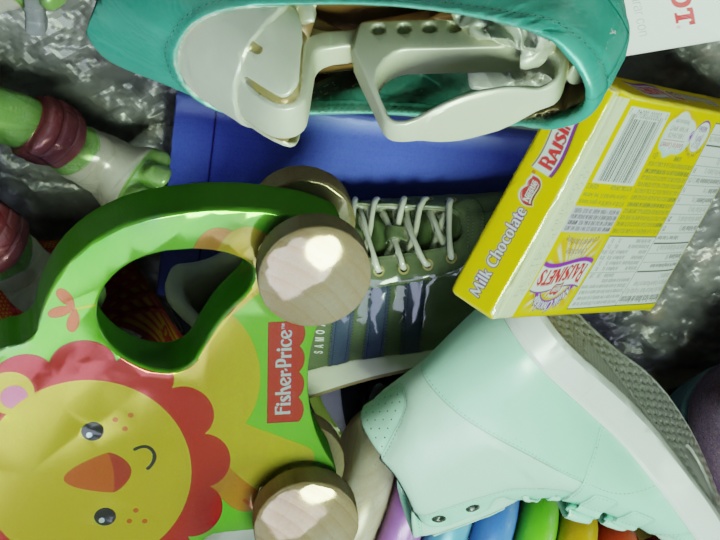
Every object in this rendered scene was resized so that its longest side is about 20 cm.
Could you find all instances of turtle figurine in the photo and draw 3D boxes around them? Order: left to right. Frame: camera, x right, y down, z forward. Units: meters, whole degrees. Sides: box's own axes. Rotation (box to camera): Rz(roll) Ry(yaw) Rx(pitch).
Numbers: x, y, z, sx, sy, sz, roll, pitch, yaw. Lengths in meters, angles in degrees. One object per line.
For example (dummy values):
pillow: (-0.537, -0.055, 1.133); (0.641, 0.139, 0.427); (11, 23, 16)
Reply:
turtle figurine: (-0.162, -0.061, 0.999); (0.200, 0.144, 0.194); (-27, 131, 32)

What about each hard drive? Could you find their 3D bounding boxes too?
hard drive: (0.009, -0.028, 1.112); (0.200, 0.025, 0.132); (6, 136, -4)

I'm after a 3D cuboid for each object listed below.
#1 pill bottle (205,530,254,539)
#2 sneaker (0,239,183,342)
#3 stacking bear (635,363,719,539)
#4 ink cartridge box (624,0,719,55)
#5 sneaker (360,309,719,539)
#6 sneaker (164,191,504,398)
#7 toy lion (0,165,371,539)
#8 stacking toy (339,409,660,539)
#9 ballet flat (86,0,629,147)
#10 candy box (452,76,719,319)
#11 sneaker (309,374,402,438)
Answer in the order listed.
pill bottle: (-0.068, 0.213, 1.299); (0.116, 0.116, 0.200); (15, 142, -14)
sneaker: (-0.124, 0.053, 1.187); (0.077, 0.073, 0.200); (4, 137, 30)
stacking bear: (0.185, 0.115, 1.205); (0.114, 0.122, 0.200); (15, 143, -18)
ink cartridge box: (0.058, -0.162, 0.897); (0.200, 0.125, 0.129); (-8, 136, 12)
sneaker: (0.083, 0.091, 1.076); (0.118, 0.074, 0.200); (-35, 127, 16)
sneaker: (0.000, 0.000, 1.073); (0.200, 0.067, 0.090); (-22, 137, 27)
toy lion: (-0.097, 0.057, 1.024); (0.191, 0.069, 0.200); (-1, 119, -9)
stacking toy: (0.080, 0.134, 1.127); (0.200, 0.085, 0.085); (19, 135, -8)
ballet flat: (-0.004, -0.078, 0.845); (0.200, 0.070, 0.067); (-1, 137, 4)
candy box: (0.107, -0.030, 0.991); (0.026, 0.200, 0.102); (35, 104, 21)
sneaker: (0.055, 0.099, 1.178); (0.200, 0.072, 0.083); (38, 142, -13)
